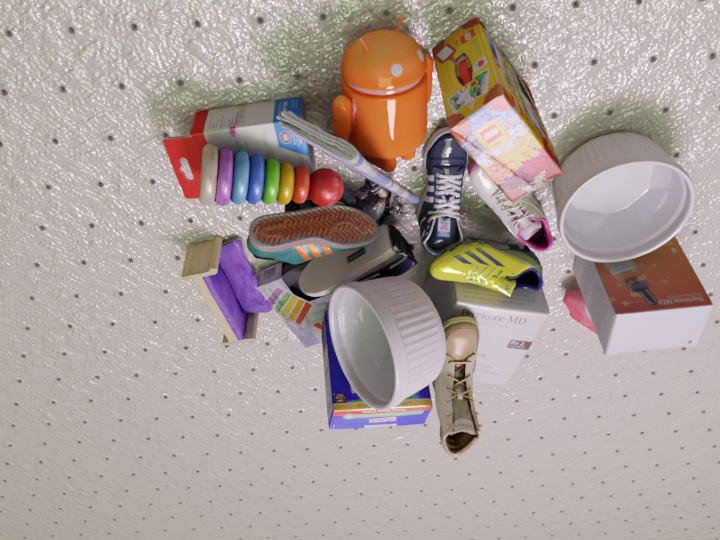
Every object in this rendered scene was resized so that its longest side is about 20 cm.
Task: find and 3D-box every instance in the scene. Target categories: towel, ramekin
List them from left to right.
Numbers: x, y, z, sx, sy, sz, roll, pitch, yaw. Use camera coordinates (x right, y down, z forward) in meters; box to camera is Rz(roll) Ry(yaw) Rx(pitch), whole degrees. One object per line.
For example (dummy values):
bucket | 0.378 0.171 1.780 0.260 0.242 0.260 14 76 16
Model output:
towel | -0.010 -0.152 0.893 0.024 0.147 0.200 -60 150 6
ramekin | 0.043 0.104 1.012 0.105 0.200 0.200 -17 141 -27
ramekin | 0.398 -0.119 1.015 0.200 0.105 0.200 -1 135 -1

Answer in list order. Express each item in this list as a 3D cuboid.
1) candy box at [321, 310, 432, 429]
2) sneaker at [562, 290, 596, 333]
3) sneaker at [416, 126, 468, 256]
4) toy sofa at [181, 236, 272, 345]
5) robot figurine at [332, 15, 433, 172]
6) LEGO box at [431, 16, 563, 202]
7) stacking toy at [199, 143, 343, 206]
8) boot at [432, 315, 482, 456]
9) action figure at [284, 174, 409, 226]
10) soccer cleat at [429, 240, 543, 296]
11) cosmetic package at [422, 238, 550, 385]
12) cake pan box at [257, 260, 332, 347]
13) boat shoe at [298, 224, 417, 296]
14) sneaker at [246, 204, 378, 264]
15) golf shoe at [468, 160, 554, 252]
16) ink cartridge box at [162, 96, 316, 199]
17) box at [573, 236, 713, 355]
candy box | 0.023 0.168 1.139 0.169 0.200 0.077 -1 143 -9
sneaker | 0.450 0.080 1.251 0.087 0.074 0.200 17 166 41
sneaker | 0.130 -0.113 1.005 0.070 0.109 0.200 2 134 -5
toy sofa | -0.230 0.039 1.157 0.097 0.083 0.200 -10 134 9
robot figurine | 0.032 -0.232 0.878 0.144 0.117 0.200 -4 134 1
LEGO box | 0.174 -0.211 0.847 0.077 0.200 0.149 -31 129 26
stacking toy | -0.123 -0.125 0.917 0.200 0.085 0.085 4 135 -15
boot | 0.157 0.184 1.034 0.072 0.155 0.200 2 134 -3
action figure | -0.019 -0.103 1.038 0.200 0.069 0.130 5 131 -10
soccer cleat | 0.204 0.003 1.021 0.200 0.084 0.065 -1 147 -25
cosmetic package | 0.204 0.072 1.150 0.165 0.165 0.200 8 134 -10
cake pan box | -0.065 0.043 1.192 0.184 0.052 0.200 -20 131 12
boat shoe | 0.000 0.000 1.078 0.200 0.075 0.093 -25 147 26
sneaker | -0.074 -0.052 0.996 0.200 0.071 0.080 -3 160 -16
golf shoe | 0.245 -0.104 1.027 0.075 0.092 0.200 -40 124 17
ink cartridge box | -0.173 -0.177 0.958 0.200 0.067 0.116 -6 134 3
box | 0.464 0.027 1.093 0.152 0.200 0.106 -6 134 2
